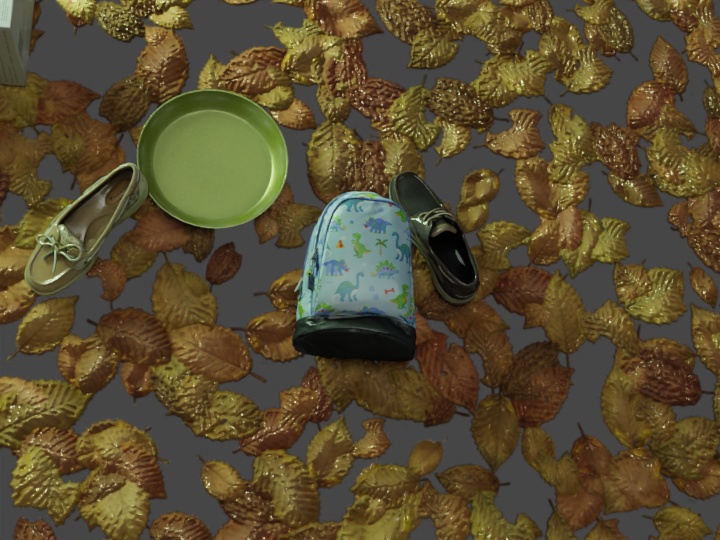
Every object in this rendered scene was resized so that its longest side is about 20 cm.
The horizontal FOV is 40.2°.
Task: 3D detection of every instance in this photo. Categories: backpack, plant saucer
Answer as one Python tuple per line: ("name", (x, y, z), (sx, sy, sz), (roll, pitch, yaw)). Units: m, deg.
("backpack", (0.000, 0.000, 1.260), (0.162, 0.154, 0.201), (7, 58, -3))
("plant saucer", (-0.197, -0.146, 1.313), (0.199, 0.031, 0.201), (4, 72, -12))

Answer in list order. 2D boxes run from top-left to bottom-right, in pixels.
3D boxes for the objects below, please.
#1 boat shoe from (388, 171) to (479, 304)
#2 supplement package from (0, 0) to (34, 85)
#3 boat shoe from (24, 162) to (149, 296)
("boat shoe", (0.107, -0.053, 1.324), (0.074, 0.073, 0.200), (-28, 80, -19))
("supplement package", (-0.527, -0.341, 1.241), (0.199, 0.152, 0.151), (3, 72, -11))
("boat shoe", (-0.346, -0.056, 1.223), (0.073, 0.063, 0.200), (37, 79, 2))
